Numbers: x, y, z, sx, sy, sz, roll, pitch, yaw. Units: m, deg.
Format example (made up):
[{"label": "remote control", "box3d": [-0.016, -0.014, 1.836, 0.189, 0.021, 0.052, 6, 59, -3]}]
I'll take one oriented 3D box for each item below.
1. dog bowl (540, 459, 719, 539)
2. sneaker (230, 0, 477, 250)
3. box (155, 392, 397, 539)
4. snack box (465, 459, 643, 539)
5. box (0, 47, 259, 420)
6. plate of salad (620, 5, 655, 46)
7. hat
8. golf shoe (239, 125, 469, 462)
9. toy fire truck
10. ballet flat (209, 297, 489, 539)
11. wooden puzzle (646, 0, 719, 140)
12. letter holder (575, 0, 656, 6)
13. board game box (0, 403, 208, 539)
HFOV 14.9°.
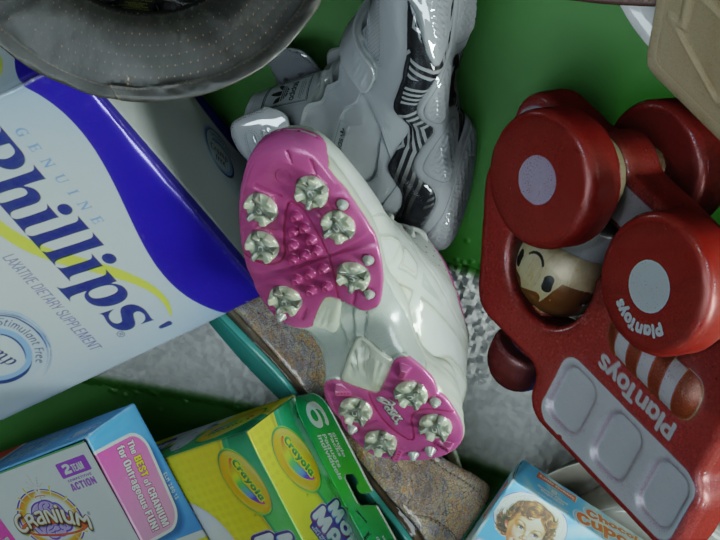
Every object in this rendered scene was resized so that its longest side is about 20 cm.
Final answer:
[{"label": "dog bowl", "box3d": [0.150, 0.182, 1.434, 0.199, 0.059, 0.201, 3, 105, 11]}, {"label": "sneaker", "box3d": [-0.005, -0.097, 1.359, 0.114, 0.075, 0.200, 10, 135, 13]}, {"label": "box", "box3d": [-0.068, 0.140, 1.436, 0.200, 0.048, 0.118, -22, 99, 41]}, {"label": "snack box", "box3d": [0.132, 0.199, 1.392, 0.200, 0.037, 0.116, 33, 108, 3]}, {"label": "box", "box3d": [-0.178, -0.038, 1.385, 0.199, 0.105, 0.184, -26, 130, 17]}, {"label": "plate of salad", "box3d": [0.214, -0.176, 1.331, 0.199, 0.048, 0.201, 2, 96, 20]}, {"label": "hat", "box3d": [-0.096, -0.169, 1.280, 0.200, 0.081, 0.202, 0, 81, 1]}, {"label": "golf shoe", "box3d": [0.000, 0.000, 1.353, 0.075, 0.092, 0.200, -6, 128, 26]}, {"label": "toy fire truck", "box3d": [0.127, 0.015, 1.342, 0.200, 0.112, 0.168, 45, 124, 31]}, {"label": "ballet flat", "box3d": [-0.007, 0.062, 1.434, 0.067, 0.068, 0.200, -39, 84, -11]}, {"label": "wooden puzzle", "box3d": [0.205, -0.094, 1.210, 0.046, 0.200, 0.185, -32, 61, -17]}, {"label": "letter holder", "box3d": [0.113, -0.198, 1.287, 0.199, 0.101, 0.143, 7, 95, 23]}, {"label": "board game box", "box3d": [-0.130, 0.182, 1.449, 0.153, 0.040, 0.201, -20, 100, 43]}]
